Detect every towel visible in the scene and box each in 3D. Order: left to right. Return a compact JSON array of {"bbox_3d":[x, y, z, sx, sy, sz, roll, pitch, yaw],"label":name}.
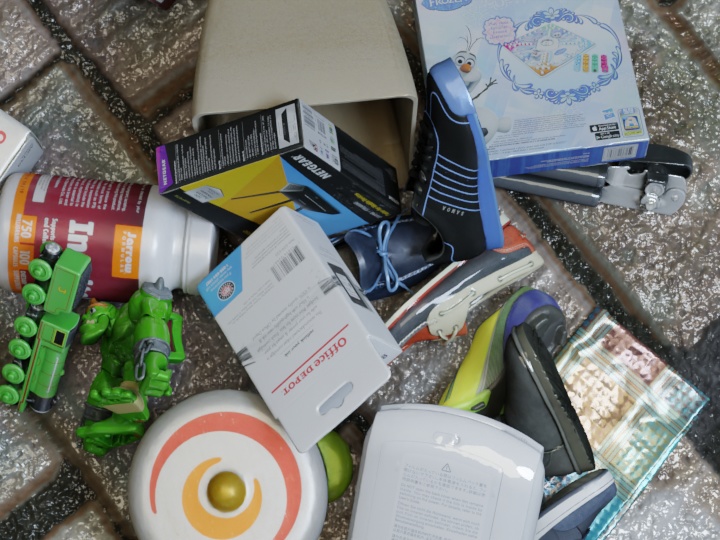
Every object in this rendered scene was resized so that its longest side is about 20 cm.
[{"bbox_3d":[0.220,0.155,1.648,0.146,0.022,0.200,39,83,4],"label":"towel"}]

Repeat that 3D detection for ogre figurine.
[{"bbox_3d":[-0.211,0.087,1.581,0.097,0.201,0.121,6,61,-2],"label":"ogre figurine"}]

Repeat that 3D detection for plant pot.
[{"bbox_3d":[-0.056,-0.189,1.613,0.197,0.200,0.179,-5,70,-2],"label":"plant pot"}]

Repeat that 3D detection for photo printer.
[{"bbox_3d":[0.073,0.219,1.527,0.165,0.069,0.202,13,108,12],"label":"photo printer"}]

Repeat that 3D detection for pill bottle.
[{"bbox_3d":[-0.235,-0.028,1.619,0.198,0.113,0.114,5,82,0],"label":"pill bottle"}]

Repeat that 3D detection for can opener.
[{"bbox_3d":[0.221,-0.094,1.675,0.198,0.053,0.067,8,47,-1],"label":"can opener"}]

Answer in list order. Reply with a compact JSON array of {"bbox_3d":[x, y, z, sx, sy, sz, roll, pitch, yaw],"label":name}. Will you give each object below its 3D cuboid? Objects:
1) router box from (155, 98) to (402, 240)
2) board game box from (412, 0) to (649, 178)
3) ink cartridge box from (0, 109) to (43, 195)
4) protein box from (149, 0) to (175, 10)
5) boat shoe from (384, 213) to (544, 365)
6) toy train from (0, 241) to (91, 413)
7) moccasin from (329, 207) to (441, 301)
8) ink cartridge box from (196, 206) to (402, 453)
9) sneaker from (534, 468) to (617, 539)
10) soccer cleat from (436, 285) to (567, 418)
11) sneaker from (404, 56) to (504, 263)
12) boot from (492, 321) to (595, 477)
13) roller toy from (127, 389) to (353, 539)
[{"bbox_3d":[-0.070,-0.081,1.564,0.148,0.200,0.052,-16,68,23],"label":"router box"},{"bbox_3d":[0.160,-0.190,1.657,0.198,0.043,0.201,-7,66,-2],"label":"board game box"},{"bbox_3d":[-0.425,-0.119,1.643,0.199,0.083,0.146,34,83,4],"label":"ink cartridge box"},{"bbox_3d":[-0.208,-0.396,1.621,0.199,0.135,0.200,45,98,17],"label":"protein box"},{"bbox_3d":[0.086,0.032,1.641,0.200,0.071,0.063,-42,87,-10],"label":"boat shoe"},{"bbox_3d":[-0.289,0.057,1.587,0.056,0.201,0.042,22,38,0],"label":"toy train"},{"bbox_3d":[0.000,0.000,1.642,0.198,0.068,0.081,-24,83,-4],"label":"moccasin"},{"bbox_3d":[-0.046,0.058,1.537,0.116,0.067,0.201,-41,61,13],"label":"ink cartridge box"},{"bbox_3d":[0.194,0.287,1.576,0.146,0.077,0.202,48,115,9],"label":"sneaker"},{"bbox_3d":[0.117,0.101,1.640,0.065,0.084,0.201,35,99,-32],"label":"soccer cleat"},{"bbox_3d":[0.075,-0.092,1.557,0.077,0.070,0.201,-17,121,-3],"label":"sneaker"},{"bbox_3d":[0.098,0.155,1.579,0.198,0.073,0.183,-19,114,13],"label":"boot"},{"bbox_3d":[-0.120,0.205,1.575,0.181,0.140,0.201,31,83,3],"label":"roller toy"}]
